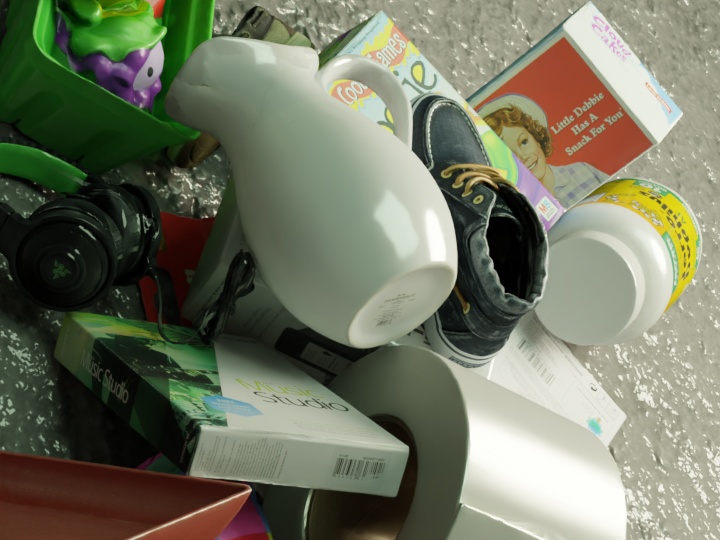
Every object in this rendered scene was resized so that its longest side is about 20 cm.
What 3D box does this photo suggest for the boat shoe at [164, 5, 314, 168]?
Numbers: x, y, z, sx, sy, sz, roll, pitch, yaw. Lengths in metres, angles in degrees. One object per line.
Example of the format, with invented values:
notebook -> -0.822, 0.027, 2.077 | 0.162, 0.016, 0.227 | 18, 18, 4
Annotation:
boat shoe -> -0.101, -0.136, 1.588 | 0.066, 0.072, 0.201 | 42, 34, 1

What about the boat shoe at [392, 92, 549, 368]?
boat shoe -> 0.077, -0.043, 1.438 | 0.071, 0.091, 0.201 | 4, 61, -26

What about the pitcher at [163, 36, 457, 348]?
pitcher -> -0.006, -0.057, 1.393 | 0.171, 0.121, 0.200 | -14, 58, -36

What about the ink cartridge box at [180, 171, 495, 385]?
ink cartridge box -> 0.000, 0.000, 1.483 | 0.199, 0.083, 0.146 | 25, 54, -12

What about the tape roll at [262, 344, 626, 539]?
tape roll -> 0.048, 0.164, 1.382 | 0.139, 0.203, 0.203 | 27, 42, -33

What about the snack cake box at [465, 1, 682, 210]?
snack cake box -> 0.132, -0.100, 1.703 | 0.115, 0.200, 0.067 | 51, 34, -4

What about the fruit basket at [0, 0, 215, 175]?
fruit basket -> -0.152, -0.194, 1.459 | 0.155, 0.215, 0.216 | 31, 41, -28

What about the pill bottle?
pill bottle -> 0.197, -0.004, 1.741 | 0.113, 0.113, 0.200 | 54, 22, 2

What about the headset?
headset -> -0.160, -0.027, 1.376 | 0.200, 0.094, 0.123 | 38, 23, 10

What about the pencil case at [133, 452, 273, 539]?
pencil case -> -0.080, 0.198, 1.309 | 0.088, 0.088, 0.201 | 2, 57, -48

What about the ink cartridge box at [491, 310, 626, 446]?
ink cartridge box -> 0.120, 0.117, 1.643 | 0.119, 0.042, 0.200 | 49, 32, -4

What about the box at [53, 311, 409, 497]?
box -> -0.081, 0.078, 1.330 | 0.144, 0.036, 0.200 | 10, 11, -34

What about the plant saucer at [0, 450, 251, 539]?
plant saucer -> -0.191, 0.143, 1.163 | 0.199, 0.199, 0.037 | -17, 106, -54

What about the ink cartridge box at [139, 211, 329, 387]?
ink cartridge box -> -0.059, 0.027, 1.510 | 0.200, 0.050, 0.161 | 15, 50, -44

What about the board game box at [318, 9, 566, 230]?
board game box -> 0.034, -0.075, 1.622 | 0.200, 0.105, 0.103 | 46, 72, -10
